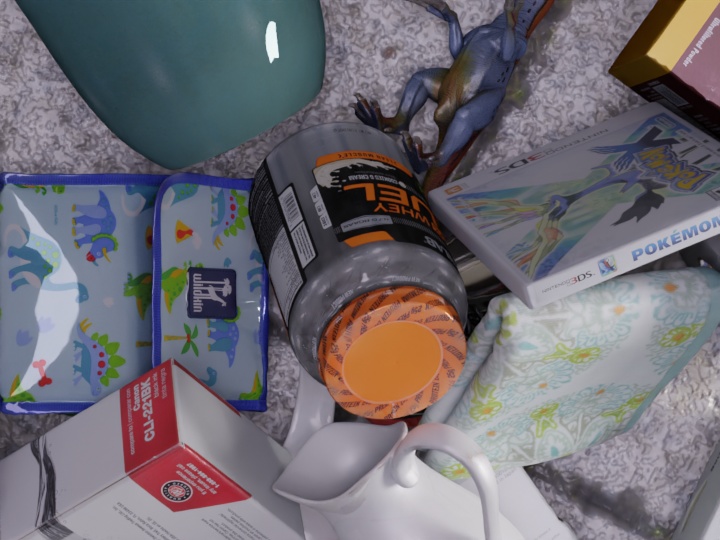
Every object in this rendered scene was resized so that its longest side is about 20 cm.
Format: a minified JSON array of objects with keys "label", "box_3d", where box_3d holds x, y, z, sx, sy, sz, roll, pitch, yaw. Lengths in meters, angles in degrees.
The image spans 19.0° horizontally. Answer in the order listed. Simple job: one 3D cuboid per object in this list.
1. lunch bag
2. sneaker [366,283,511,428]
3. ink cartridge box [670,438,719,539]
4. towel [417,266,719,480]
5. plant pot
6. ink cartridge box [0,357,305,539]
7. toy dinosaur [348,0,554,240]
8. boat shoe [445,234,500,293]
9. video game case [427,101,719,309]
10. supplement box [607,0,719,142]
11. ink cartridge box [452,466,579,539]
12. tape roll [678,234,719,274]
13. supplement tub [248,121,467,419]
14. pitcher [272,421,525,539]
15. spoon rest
[{"label":"lunch bag","box_3d":[-0.161,0.018,1.522,0.199,0.127,0.171,1,88,-16]},{"label":"sneaker","box_3d":[0.086,0.051,1.528,0.200,0.098,0.071,-26,82,-1]},{"label":"ink cartridge box","box_3d":[0.329,0.213,1.542,0.199,0.083,0.147,25,90,0]},{"label":"towel","box_3d":[0.139,0.071,1.466,0.170,0.200,0.048,-10,59,-26]},{"label":"plant pot","box_3d":[-0.115,-0.168,1.482,0.200,0.201,0.162,-28,104,0]},{"label":"ink cartridge box","box_3d":[-0.161,0.169,1.480,0.199,0.084,0.144,-31,132,18]},{"label":"toy dinosaur","box_3d":[0.080,-0.152,1.555,0.181,0.201,0.105,-39,53,-21]},{"label":"boat shoe","box_3d":[0.118,-0.039,1.550,0.199,0.067,0.057,-25,71,-5]},{"label":"video game case","box_3d":[0.158,-0.048,1.434,0.181,0.200,0.022,-22,114,-9]},{"label":"supplement box","box_3d":[0.299,-0.136,1.477,0.200,0.197,0.133,36,91,-2]},{"label":"ink cartridge box","box_3d":[0.068,0.241,1.558,0.200,0.044,0.174,-36,89,-2]},{"label":"tape roll","box_3d":[0.288,0.015,1.479,0.066,0.200,0.201,-35,91,0]},{"label":"supplement tub","box_3d":[0.000,0.000,1.449,0.122,0.200,0.123,-9,129,-11]},{"label":"pitcher","box_3d":[0.059,0.188,1.445,0.200,0.171,0.121,53,53,-15]},{"label":"spoon rest","box_3d":[-0.044,0.155,1.550,0.099,0.061,0.201,8,90,-3]}]
